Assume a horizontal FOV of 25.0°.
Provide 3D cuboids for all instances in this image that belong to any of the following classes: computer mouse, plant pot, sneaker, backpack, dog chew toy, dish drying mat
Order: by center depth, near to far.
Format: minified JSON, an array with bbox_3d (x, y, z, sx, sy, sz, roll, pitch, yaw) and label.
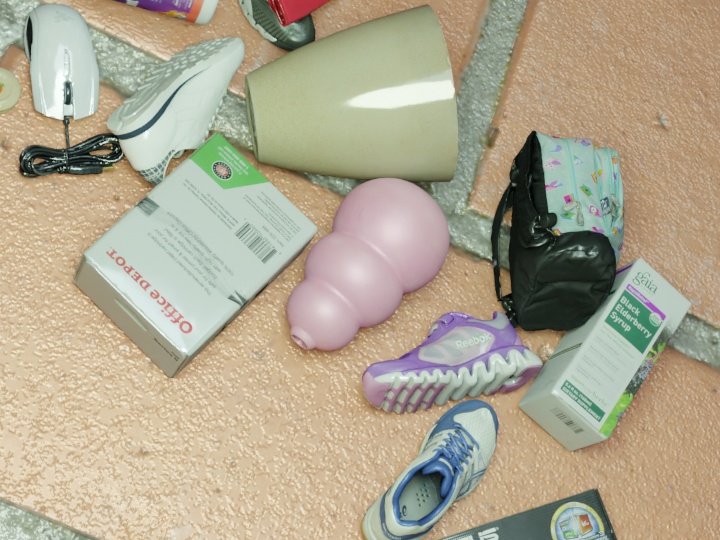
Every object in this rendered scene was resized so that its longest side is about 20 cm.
[{"bbox_3d":[0.085,0.203,1.624,0.075,0.088,0.200,39,61,1],"label":"sneaker"},{"bbox_3d":[0.000,0.000,1.659,0.125,0.125,0.200,42,71,0],"label":"dog chew toy"},{"bbox_3d":[-0.305,-0.192,1.666,0.110,0.044,0.200,-5,72,-20],"label":"computer mouse"},{"bbox_3d":[0.086,0.088,1.680,0.200,0.080,0.089,-8,66,-27],"label":"sneaker"},{"bbox_3d":[-0.182,-0.173,1.694,0.200,0.076,0.081,-49,120,-35],"label":"sneaker"},{"bbox_3d":[-0.016,-0.173,1.699,0.200,0.187,0.187,-8,72,-7],"label":"plant pot"},{"bbox_3d":[0.216,-0.050,1.737,0.127,0.167,0.200,11,51,-10],"label":"backpack"},{"bbox_3d":[-0.104,-0.332,1.764,0.066,0.091,0.200,-23,79,-24],"label":"sneaker"},{"bbox_3d":[-0.050,-0.328,1.766,0.200,0.018,0.077,-43,116,-52],"label":"dish drying mat"}]

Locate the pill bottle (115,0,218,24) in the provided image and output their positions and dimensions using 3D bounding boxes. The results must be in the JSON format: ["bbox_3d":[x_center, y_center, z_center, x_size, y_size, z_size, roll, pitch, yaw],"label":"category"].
[{"bbox_3d":[-0.242,-0.336,1.706,0.200,0.111,0.111,14,66,-13],"label":"pill bottle"}]

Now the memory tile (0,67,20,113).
[{"bbox_3d":[-0.448,-0.225,1.645,0.153,0.017,0.200,-28,80,-26],"label":"memory tile"}]

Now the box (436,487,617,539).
[{"bbox_3d":[0.176,0.323,1.632,0.200,0.044,0.160,-13,75,-23],"label":"box"}]

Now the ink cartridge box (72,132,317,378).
[{"bbox_3d":[-0.166,-0.015,1.622,0.146,0.084,0.200,44,63,1],"label":"ink cartridge box"}]

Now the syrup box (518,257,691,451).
[{"bbox_3d":[0.261,0.088,1.730,0.079,0.081,0.200,41,63,-7],"label":"syrup box"}]
